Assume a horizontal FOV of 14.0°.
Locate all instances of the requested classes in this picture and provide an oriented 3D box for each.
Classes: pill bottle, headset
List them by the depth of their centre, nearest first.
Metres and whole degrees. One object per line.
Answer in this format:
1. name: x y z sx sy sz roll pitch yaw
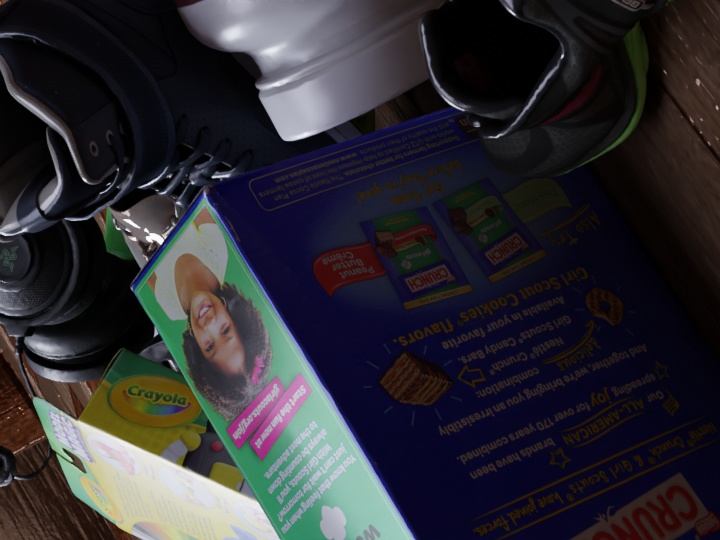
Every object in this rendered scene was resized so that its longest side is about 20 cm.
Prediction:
1. pill bottle: -0.036 -0.157 1.113 0.201 0.113 0.113 63 168 -10
2. headset: -0.158 0.009 1.414 0.124 0.094 0.201 57 -139 -57

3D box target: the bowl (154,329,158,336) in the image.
1. bowl: -0.059 0.036 1.516 0.201 0.094 0.201 59 -170 -17

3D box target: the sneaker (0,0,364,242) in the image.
1. sneaker: -0.073 -0.033 1.146 0.202 0.146 0.077 46 129 -11

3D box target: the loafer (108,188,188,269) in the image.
1. loafer: -0.092 -0.048 1.243 0.072 0.063 0.201 -4 108 49

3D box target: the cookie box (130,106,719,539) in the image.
1. cookie box: 0.041 0.047 1.087 0.200 0.171 0.075 58 141 17

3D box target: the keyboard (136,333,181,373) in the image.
1. keyboard: -0.046 0.107 1.444 0.200 0.104 0.040 63 -148 -18

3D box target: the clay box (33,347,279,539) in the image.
1. clay box: -0.050 0.105 1.354 0.199 0.048 0.115 24 155 18

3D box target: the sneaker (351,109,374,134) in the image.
1. sneaker: -0.038 -0.084 1.384 0.200 0.074 0.084 -117 6 -47

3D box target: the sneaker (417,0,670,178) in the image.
1. sneaker: 0.054 -0.081 0.980 0.077 0.084 0.200 58 167 16
